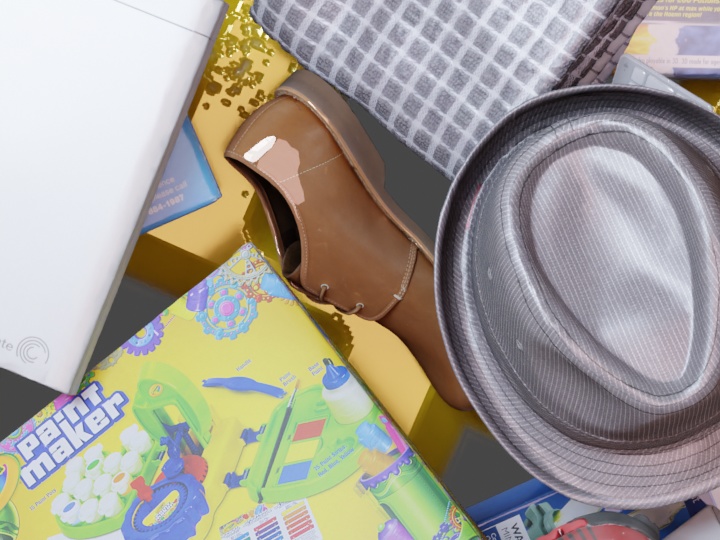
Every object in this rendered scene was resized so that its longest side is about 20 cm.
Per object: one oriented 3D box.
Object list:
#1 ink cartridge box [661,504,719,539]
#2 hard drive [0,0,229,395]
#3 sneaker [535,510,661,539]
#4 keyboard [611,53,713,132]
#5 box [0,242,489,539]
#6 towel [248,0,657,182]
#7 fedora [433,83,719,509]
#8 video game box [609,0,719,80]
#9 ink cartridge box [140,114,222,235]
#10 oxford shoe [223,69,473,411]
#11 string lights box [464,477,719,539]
[{"bbox_3d":[0.155,0.249,1.333,0.200,0.146,0.147,-38,133,11],"label":"ink cartridge box"},{"bbox_3d":[-0.160,-0.058,1.303,0.132,0.027,0.200,22,92,5],"label":"hard drive"},{"bbox_3d":[0.065,0.193,1.266,0.200,0.098,0.071,-42,98,10],"label":"sneaker"},{"bbox_3d":[0.125,-0.012,1.364,0.056,0.011,0.200,39,131,31],"label":"keyboard"},{"bbox_3d":[-0.063,0.132,1.333,0.200,0.122,0.193,-38,69,0],"label":"box"},{"bbox_3d":[0.059,-0.157,1.335,0.165,0.086,0.200,39,107,16],"label":"towel"},{"bbox_3d":[0.121,0.007,1.242,0.176,0.090,0.201,-17,83,2],"label":"fedora"},{"bbox_3d":[0.167,-0.188,1.400,0.199,0.047,0.183,0,92,-3],"label":"video game box"},{"bbox_3d":[-0.174,-0.099,1.365,0.145,0.084,0.200,-23,94,-2],"label":"ink cartridge box"},{"bbox_3d":[0.000,0.000,1.376,0.071,0.071,0.200,-42,105,-20],"label":"oxford shoe"},{"bbox_3d":[0.120,0.152,1.411,0.200,0.059,0.103,-24,94,-2],"label":"string lights box"}]
